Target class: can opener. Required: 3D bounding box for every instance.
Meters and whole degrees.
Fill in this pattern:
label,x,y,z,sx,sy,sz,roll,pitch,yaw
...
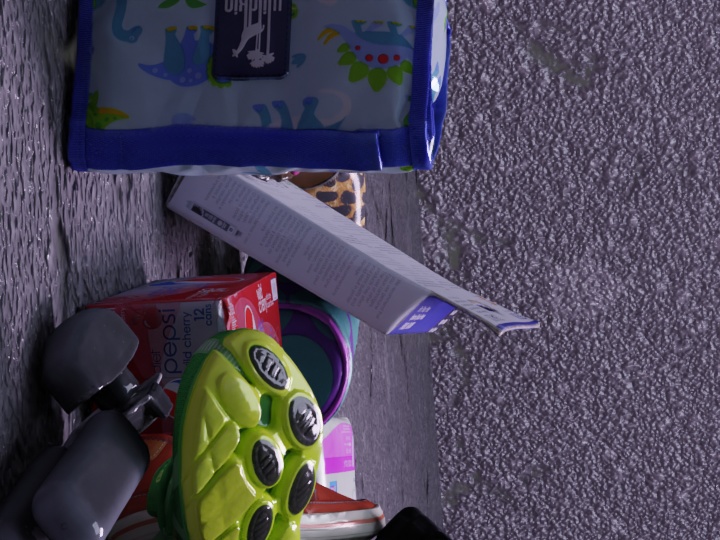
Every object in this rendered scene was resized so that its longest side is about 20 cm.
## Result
label,x,y,z,sx,sy,sz,roll,pitch,yaw
can opener,-0.119,0.073,1.077,0.067,0.053,0.200,51,12,-11

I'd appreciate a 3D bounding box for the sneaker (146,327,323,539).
label,x,y,z,sx,sy,sz,roll,pitch,yaw
sneaker,-0.063,0.099,1.144,0.074,0.084,0.200,-34,144,-29

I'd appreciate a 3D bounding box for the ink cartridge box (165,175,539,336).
label,x,y,z,sx,sy,sz,roll,pitch,yaw
ink cartridge box,0.000,0.000,1.537,0.041,0.200,0.200,-61,170,4

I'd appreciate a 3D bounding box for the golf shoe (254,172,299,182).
label,x,y,z,sx,sy,sz,roll,pitch,yaw
golf shoe,-0.088,-0.135,1.446,0.092,0.073,0.200,37,-22,42

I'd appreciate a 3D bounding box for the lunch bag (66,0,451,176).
label,x,y,z,sx,sy,sz,roll,pitch,yaw
lunch bag,-0.044,-0.109,1.264,0.200,0.169,0.128,-83,169,-53

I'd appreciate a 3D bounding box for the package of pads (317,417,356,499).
label,x,y,z,sx,sy,sz,roll,pitch,yaw
package of pads,-0.039,0.172,1.722,0.200,0.068,0.155,27,60,-83

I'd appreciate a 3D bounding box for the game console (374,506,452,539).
label,x,y,z,sx,sy,sz,roll,pitch,yaw
game console,0.004,0.231,1.313,0.116,0.200,0.176,41,-3,33

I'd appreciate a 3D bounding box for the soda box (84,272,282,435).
label,x,y,z,sx,sy,sz,roll,pitch,yaw
soda box,-0.083,0.038,1.299,0.200,0.070,0.064,-33,119,-85

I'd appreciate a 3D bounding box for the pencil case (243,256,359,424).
label,x,y,z,sx,sy,sz,roll,pitch,yaw
pencil case,-0.043,0.033,1.670,0.093,0.085,0.200,-58,-174,16

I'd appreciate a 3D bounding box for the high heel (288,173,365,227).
label,x,y,z,sx,sy,sz,roll,pitch,yaw
high heel,-0.047,-0.083,1.627,0.143,0.071,0.200,-95,159,-74

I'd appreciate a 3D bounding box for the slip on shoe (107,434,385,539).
label,x,y,z,sx,sy,sz,roll,pitch,yaw
slip on shoe,-0.054,0.113,1.297,0.200,0.074,0.061,14,57,-54
